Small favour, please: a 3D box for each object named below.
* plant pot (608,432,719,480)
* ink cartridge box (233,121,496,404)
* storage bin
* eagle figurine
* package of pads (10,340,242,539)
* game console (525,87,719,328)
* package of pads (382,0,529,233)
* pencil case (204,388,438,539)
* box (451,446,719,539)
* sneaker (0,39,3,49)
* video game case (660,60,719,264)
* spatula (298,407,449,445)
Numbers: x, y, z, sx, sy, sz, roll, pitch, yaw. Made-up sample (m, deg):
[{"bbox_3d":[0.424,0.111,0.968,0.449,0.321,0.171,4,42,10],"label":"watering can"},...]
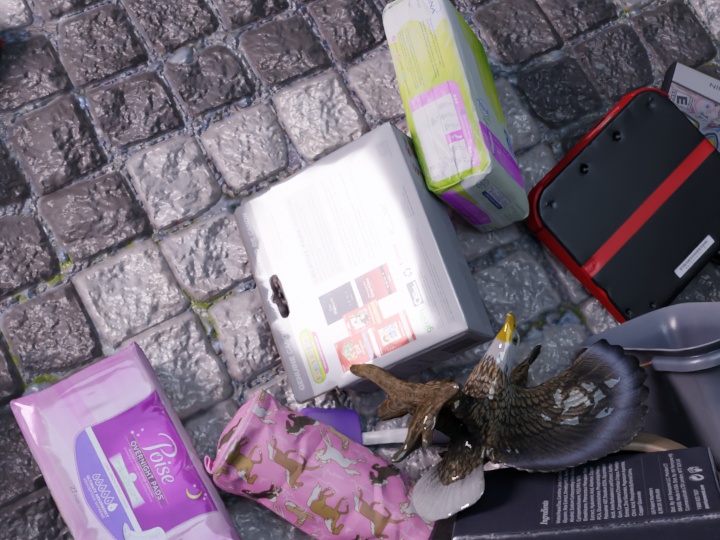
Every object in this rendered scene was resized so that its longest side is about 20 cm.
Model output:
[{"bbox_3d":[0.225,0.218,0.905,0.199,0.093,0.203,4,110,11],"label":"plant pot"},{"bbox_3d":[0.000,0.000,0.956,0.174,0.084,0.202,-25,73,19],"label":"ink cartridge box"},{"bbox_3d":[0.293,0.113,0.927,0.144,0.200,0.136,-19,92,-18],"label":"storage bin"},{"bbox_3d":[0.117,0.108,0.851,0.199,0.151,0.152,11,37,-38],"label":"eagle figurine"},{"bbox_3d":[-0.194,0.170,0.876,0.120,0.076,0.201,-27,76,-17],"label":"package of pads"},{"bbox_3d":[0.280,-0.066,1.058,0.200,0.031,0.177,-44,93,-10],"label":"game console"},{"bbox_3d":[0.091,-0.151,1.007,0.068,0.154,0.202,-20,70,19],"label":"package of pads"},{"bbox_3d":[-0.031,0.182,0.887,0.199,0.083,0.087,33,39,-7],"label":"pencil case"},{"bbox_3d":[0.188,0.256,0.813,0.198,0.117,0.199,-9,104,14],"label":"box"},{"bbox_3d":[-0.376,-0.177,0.973,0.115,0.078,0.201,-24,77,-17],"label":"sneaker"},{"bbox_3d":[0.386,-0.104,1.116,0.179,0.026,0.201,23,68,-2],"label":"video game case"},{"bbox_3d":[0.040,0.150,0.957,0.198,0.021,0.057,-1,76,-12],"label":"spatula"}]
